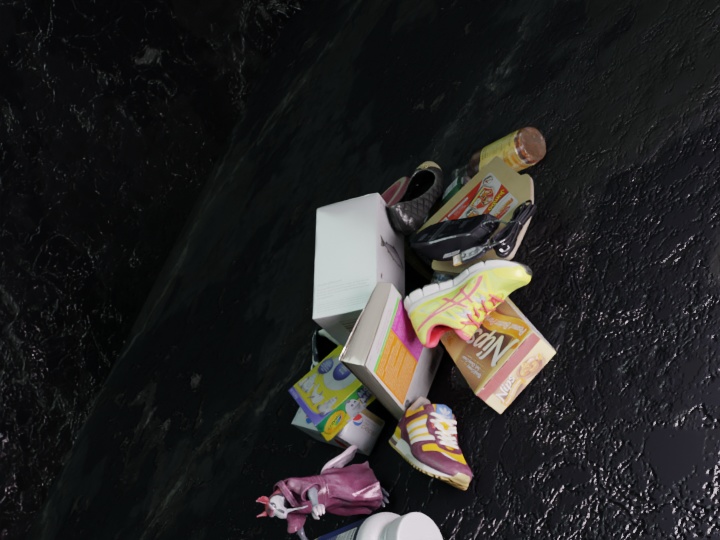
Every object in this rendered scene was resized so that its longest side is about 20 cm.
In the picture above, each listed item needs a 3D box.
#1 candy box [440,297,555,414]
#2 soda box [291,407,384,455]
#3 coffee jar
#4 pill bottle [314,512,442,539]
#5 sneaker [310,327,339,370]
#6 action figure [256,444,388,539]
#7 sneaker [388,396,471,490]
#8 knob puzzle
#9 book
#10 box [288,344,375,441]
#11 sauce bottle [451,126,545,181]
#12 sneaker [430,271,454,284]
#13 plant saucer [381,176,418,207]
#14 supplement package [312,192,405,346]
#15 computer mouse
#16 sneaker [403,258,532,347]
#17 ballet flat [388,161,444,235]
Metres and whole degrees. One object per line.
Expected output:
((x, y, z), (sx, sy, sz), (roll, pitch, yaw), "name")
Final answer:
((0.187, 0.101, 1.281), (0.116, 0.055, 0.200), (-50, 24, 9), "candy box")
((-0.041, 0.257, 1.519), (0.064, 0.068, 0.199), (-61, 23, -16), "soda box")
((0.139, -0.061, 1.536), (0.200, 0.104, 0.086), (-43, 17, 30), "coffee jar")
((0.016, 0.384, 1.180), (0.199, 0.110, 0.112), (-34, 31, 41), "pill bottle")
((-0.039, 0.111, 1.638), (0.130, 0.078, 0.202), (109, -174, -71), "sneaker")
((-0.063, 0.319, 1.310), (0.135, 0.196, 0.151), (-59, 39, 41), "action figure")
((0.104, 0.233, 1.251), (0.091, 0.074, 0.199), (-63, 24, -3), "sneaker")
((0.186, -0.063, 1.338), (0.218, 0.030, 0.222), (-31, 37, 26), "knob puzzle")
((0.056, 0.127, 1.339), (0.047, 0.201, 0.135), (7, 61, 36), "book")
((-0.011, 0.167, 1.442), (0.199, 0.049, 0.117), (-40, 35, -9), "box")
((0.236, -0.189, 1.567), (0.199, 0.065, 0.067), (-24, 38, 56), "sauce bottle")
((0.184, -0.008, 1.392), (0.201, 0.087, 0.074), (-52, 36, -5), "sneaker")
((0.046, -0.096, 1.615), (0.201, 0.051, 0.201), (-47, 9, 10), "plant saucer")
((0.000, 0.000, 1.439), (0.115, 0.117, 0.204), (-13, 59, 22), "supplement package")
((0.148, -0.032, 1.258), (0.197, 0.047, 0.141), (-13, 23, 35), "computer mouse")
((0.157, 0.051, 1.265), (0.198, 0.078, 0.092), (-26, 60, 29), "sneaker")
((0.096, -0.132, 1.487), (0.065, 0.057, 0.201), (-13, 29, 27), "ballet flat")
